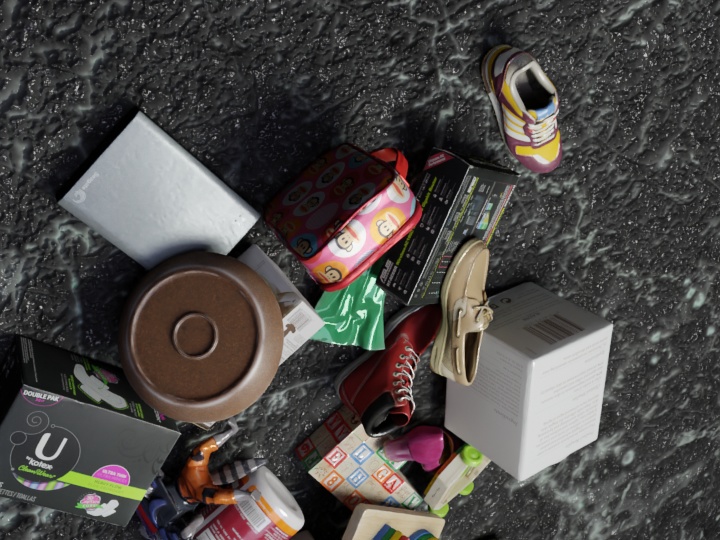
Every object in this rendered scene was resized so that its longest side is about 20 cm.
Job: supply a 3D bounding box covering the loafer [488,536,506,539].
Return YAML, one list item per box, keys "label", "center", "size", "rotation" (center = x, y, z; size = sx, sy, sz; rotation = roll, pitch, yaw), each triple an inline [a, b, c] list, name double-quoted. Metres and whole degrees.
- label: "loafer"
  center: [0.201, 0.544, 1.559]
  size: [0.069, 0.075, 0.201]
  rotation: [6, 107, -15]

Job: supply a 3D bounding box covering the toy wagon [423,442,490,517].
- label: "toy wagon"
  center: [0.177, 0.298, 1.409]
  size: [0.200, 0.040, 0.156]
  rotation: [-28, 152, -42]

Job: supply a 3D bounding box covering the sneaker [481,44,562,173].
- label: "sneaker"
  center: [0.226, -0.199, 1.192]
  size: [0.075, 0.090, 0.200]
  rotation: [-38, 123, -4]

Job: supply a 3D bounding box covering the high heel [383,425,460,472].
- label: "high heel"
  center: [0.122, 0.254, 1.333]
  size: [0.096, 0.068, 0.200]
  rotation: [-18, 156, 30]

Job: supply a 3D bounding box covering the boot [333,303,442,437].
- label: "boot"
  center: [0.066, 0.136, 1.248]
  size: [0.200, 0.144, 0.072]
  rotation: [-45, 122, -1]

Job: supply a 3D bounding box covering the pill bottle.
- label: "pill bottle"
  center: [-0.185, 0.373, 1.263]
  size: [0.200, 0.113, 0.113]
  rotation: [-40, 124, -2]

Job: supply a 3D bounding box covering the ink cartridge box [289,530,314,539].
- label: "ink cartridge box"
  center: [-0.106, 0.524, 1.353]
  size: [0.145, 0.145, 0.201]
  rotation: [-16, 120, -18]

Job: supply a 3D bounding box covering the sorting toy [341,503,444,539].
- label: "sorting toy"
  center: [0.041, 0.445, 1.288]
  size: [0.200, 0.069, 0.200]
  rotation: [24, 89, -47]

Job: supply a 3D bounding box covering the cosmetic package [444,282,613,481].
- label: "cosmetic package"
  center: [0.236, 0.154, 1.303]
  size: [0.167, 0.166, 0.201]
  rotation: [-18, 121, -33]

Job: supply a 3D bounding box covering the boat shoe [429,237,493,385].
- label: "boat shoe"
  center: [0.146, 0.056, 1.203]
  size: [0.071, 0.064, 0.201]
  rotation: [-19, 126, -46]

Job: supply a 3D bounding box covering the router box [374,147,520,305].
- label: "router box"
  center: [0.116, -0.055, 1.193]
  size: [0.150, 0.062, 0.201]
  rotation: [2, 116, -55]

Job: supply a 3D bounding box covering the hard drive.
- label: "hard drive"
  center: [-0.235, -0.077, 1.070]
  size: [0.140, 0.033, 0.200]
  rotation: [-47, 124, 2]

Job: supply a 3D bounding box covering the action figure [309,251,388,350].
- label: "action figure"
  center: [0.000, 0.000, 1.205]
  size: [0.118, 0.055, 0.201]
  rotation: [9, 103, -27]

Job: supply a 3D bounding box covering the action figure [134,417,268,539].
- label: "action figure"
  center: [-0.213, 0.316, 1.206]
  size: [0.193, 0.201, 0.105]
  rotation: [-31, 165, 15]

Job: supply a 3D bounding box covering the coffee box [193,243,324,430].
- label: "coffee box"
  center: [-0.161, 0.082, 1.124]
  size: [0.200, 0.114, 0.080]
  rotation: [-41, 149, -1]

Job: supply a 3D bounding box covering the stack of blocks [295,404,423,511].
- label: "stack of blocks"
  center: [0.011, 0.295, 1.349]
  size: [0.115, 0.059, 0.200]
  rotation: [-42, 124, -2]

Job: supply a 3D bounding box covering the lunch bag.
- label: "lunch bag"
  center: [-0.017, -0.079, 1.073]
  size: [0.176, 0.200, 0.082]
  rotation: [-43, 119, 0]

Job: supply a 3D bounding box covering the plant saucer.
- label: "plant saucer"
  center: [-0.189, 0.076, 1.054]
  size: [0.199, 0.034, 0.201]
  rotation: [0, 85, 4]

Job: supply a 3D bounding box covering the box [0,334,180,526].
- label: "box"
  center: [-0.347, 0.195, 1.095]
  size: [0.199, 0.124, 0.149]
  rotation: [25, 102, -31]
